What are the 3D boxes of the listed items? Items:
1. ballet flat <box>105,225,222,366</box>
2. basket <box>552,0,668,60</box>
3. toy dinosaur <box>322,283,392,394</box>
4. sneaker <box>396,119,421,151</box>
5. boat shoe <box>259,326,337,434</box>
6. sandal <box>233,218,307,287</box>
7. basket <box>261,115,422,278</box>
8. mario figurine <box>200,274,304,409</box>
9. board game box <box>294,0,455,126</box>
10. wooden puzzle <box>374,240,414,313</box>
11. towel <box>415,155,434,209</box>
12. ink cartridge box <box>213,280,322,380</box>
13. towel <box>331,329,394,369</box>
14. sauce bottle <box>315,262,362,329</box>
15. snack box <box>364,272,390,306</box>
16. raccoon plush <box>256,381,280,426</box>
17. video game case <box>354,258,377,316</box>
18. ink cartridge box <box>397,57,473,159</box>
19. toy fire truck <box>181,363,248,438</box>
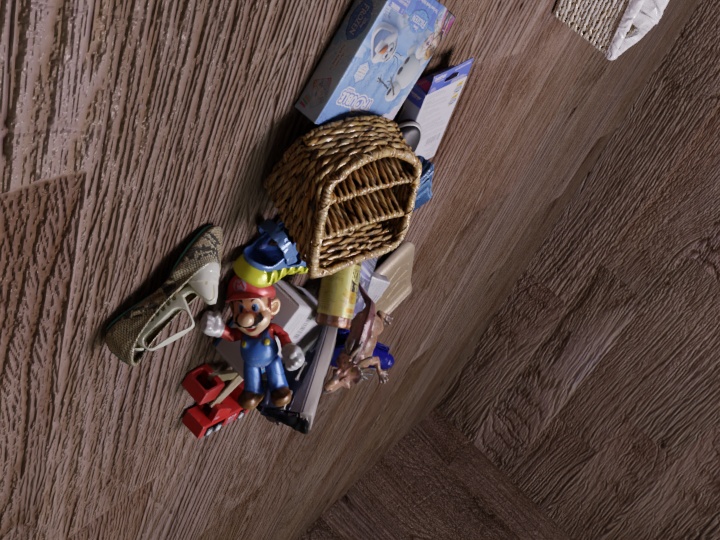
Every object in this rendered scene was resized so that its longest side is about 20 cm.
[{"bbox_3d":[-0.223,0.038,0.895,0.200,0.075,0.068,-47,161,-12],"label":"ballet flat"},{"bbox_3d":[0.494,-0.548,1.353,0.197,0.160,0.202,-39,160,-30],"label":"basket"},{"bbox_3d":[0.002,0.117,1.239,0.136,0.083,0.206,43,54,-71],"label":"toy dinosaur"},{"bbox_3d":[0.034,-0.140,1.116,0.200,0.083,0.072,-46,140,0],"label":"sneaker"},{"bbox_3d":[-0.099,0.159,1.184,0.076,0.090,0.203,101,5,-50],"label":"boat shoe"},{"bbox_3d":[-0.095,-0.042,1.056,0.199,0.079,0.088,-28,149,-53],"label":"sandal"},{"bbox_3d":[-0.001,-0.104,0.956,0.197,0.152,0.142,-18,165,-45],"label":"basket"},{"bbox_3d":[-0.157,0.105,1.053,0.121,0.105,0.206,-17,107,-30],"label":"mario figurine"},{"bbox_3d":[0.025,-0.274,0.941,0.201,0.043,0.199,-56,162,19],"label":"board game box"},{"bbox_3d":[0.045,0.040,1.607,0.185,0.046,0.202,-44,156,-19],"label":"wooden puzzle"},{"bbox_3d":[0.076,-0.132,1.253,0.111,0.049,0.200,-37,174,-1],"label":"towel"},{"bbox_3d":[-0.135,0.102,1.217,0.148,0.085,0.200,-52,164,3],"label":"ink cartridge box"},{"bbox_3d":[-0.034,0.155,1.448,0.199,0.144,0.051,33,59,-54],"label":"towel"},{"bbox_3d":[-0.028,-0.010,1.177,0.066,0.064,0.206,14,85,-70],"label":"sauce bottle"},{"bbox_3d":[-0.022,0.084,1.484,0.071,0.025,0.202,16,121,-38],"label":"snack box"},{"bbox_3d":[-0.119,0.217,1.363,0.133,0.197,0.099,-40,119,-32],"label":"raccoon plush"},{"bbox_3d":[0.000,0.000,1.326,0.143,0.018,0.205,46,60,-72],"label":"video game case"},{"bbox_3d":[0.107,-0.254,1.184,0.118,0.042,0.202,-34,158,-40],"label":"ink cartridge box"},{"bbox_3d":[-0.238,0.211,1.241,0.199,0.048,0.143,-17,142,-60],"label":"toy fire truck"}]
